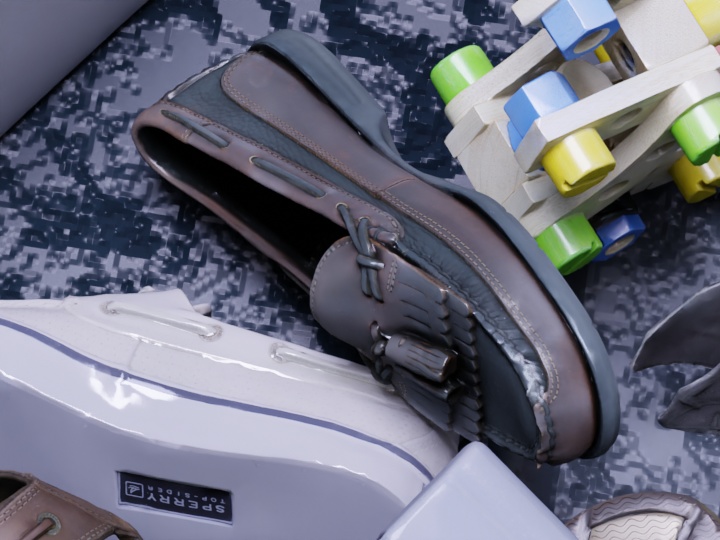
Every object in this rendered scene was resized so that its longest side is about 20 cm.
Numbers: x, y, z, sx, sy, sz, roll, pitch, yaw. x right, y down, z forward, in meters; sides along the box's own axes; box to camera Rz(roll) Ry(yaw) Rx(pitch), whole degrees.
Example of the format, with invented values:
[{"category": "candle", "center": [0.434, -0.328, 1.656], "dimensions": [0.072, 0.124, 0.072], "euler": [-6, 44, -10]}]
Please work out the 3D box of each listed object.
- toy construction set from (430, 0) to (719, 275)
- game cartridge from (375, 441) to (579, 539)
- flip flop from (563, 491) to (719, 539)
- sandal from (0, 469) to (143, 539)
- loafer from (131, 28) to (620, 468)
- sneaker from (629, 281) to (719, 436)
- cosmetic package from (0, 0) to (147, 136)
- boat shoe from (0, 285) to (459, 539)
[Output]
[{"category": "toy construction set", "center": [0.108, -0.056, 0.859], "dimensions": [0.200, 0.131, 0.092], "euler": [-5, 63, -29]}, {"category": "game cartridge", "center": [0.009, 0.157, 0.739], "dimensions": [0.133, 0.042, 0.200], "euler": [43, 72, 7]}, {"category": "flip flop", "center": [0.090, 0.160, 0.821], "dimensions": [0.081, 0.058, 0.200], "euler": [-12, 98, 15]}, {"category": "sandal", "center": [-0.111, 0.086, 0.798], "dimensions": [0.201, 0.080, 0.057], "euler": [3, 108, -15]}, {"category": "loafer", "center": [0.000, 0.000, 0.852], "dimensions": [0.063, 0.072, 0.200], "euler": [-21, 42, -22]}, {"category": "sneaker", "center": [0.191, 0.028, 0.878], "dimensions": [0.200, 0.104, 0.060], "euler": [17, 34, -29]}, {"category": "cosmetic package", "center": [-0.181, -0.137, 0.875], "dimensions": [0.200, 0.166, 0.167], "euler": [42, 76, 13]}, {"category": "boat shoe", "center": [-0.066, 0.039, 0.875], "dimensions": [0.200, 0.071, 0.070], "euler": [11, 40, 12]}]
